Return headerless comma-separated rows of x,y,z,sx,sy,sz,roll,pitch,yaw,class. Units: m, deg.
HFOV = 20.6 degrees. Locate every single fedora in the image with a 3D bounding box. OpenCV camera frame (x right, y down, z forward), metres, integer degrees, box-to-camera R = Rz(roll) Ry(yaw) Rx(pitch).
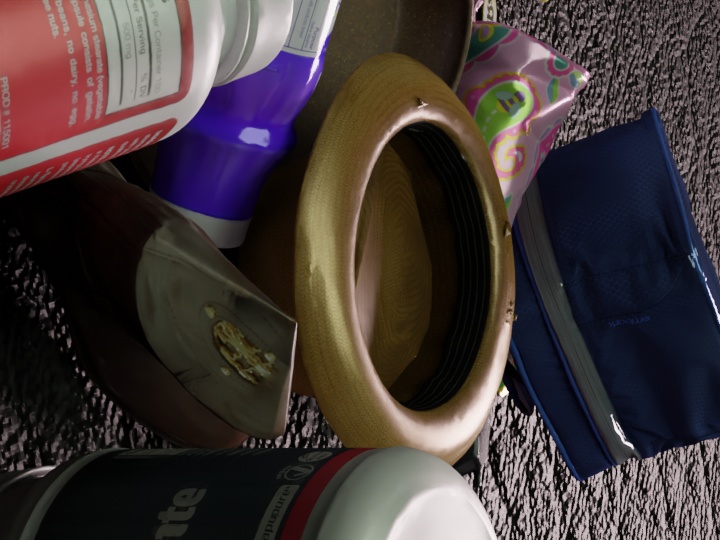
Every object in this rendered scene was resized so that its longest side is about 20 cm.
0.000,0.000,0.913,0.200,0.082,0.201,17,70,-56,fedora

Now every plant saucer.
-0.036,-0.112,0.933,0.200,0.037,0.201,-18,122,-31,plant saucer

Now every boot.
-0.061,0.034,0.782,0.064,0.200,0.187,-44,120,-12,boot

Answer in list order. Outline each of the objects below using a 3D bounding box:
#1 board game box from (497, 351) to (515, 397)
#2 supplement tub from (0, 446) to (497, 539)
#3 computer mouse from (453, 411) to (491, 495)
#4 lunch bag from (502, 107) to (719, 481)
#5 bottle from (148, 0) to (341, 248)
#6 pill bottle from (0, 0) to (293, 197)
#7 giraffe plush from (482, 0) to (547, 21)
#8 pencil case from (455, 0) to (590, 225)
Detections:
0.078,-0.030,1.193,0.095,0.030,0.201,-24,104,-58,board game box
-0.056,0.138,0.764,0.140,0.200,0.141,11,78,-59,supplement tub
0.054,0.126,1.130,0.059,0.034,0.201,8,83,-79,computer mouse
0.136,0.023,1.121,0.136,0.132,0.200,-96,164,-45,lunch bag
-0.044,-0.110,0.847,0.084,0.065,0.200,-121,-133,-69,bottle
-0.125,-0.088,0.725,0.200,0.112,0.113,-24,106,-39,pill bottle
0.139,-0.244,1.196,0.172,0.162,0.201,-24,105,-58,giraffe plush
0.044,-0.036,1.024,0.087,0.087,0.200,32,80,-53,pencil case
